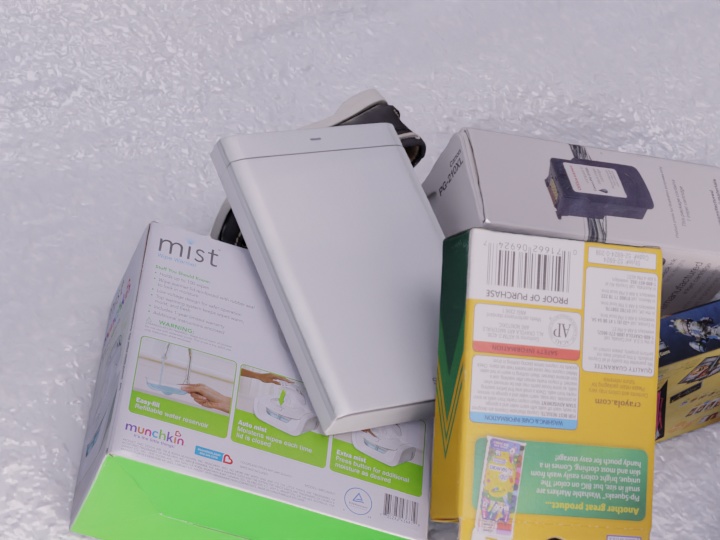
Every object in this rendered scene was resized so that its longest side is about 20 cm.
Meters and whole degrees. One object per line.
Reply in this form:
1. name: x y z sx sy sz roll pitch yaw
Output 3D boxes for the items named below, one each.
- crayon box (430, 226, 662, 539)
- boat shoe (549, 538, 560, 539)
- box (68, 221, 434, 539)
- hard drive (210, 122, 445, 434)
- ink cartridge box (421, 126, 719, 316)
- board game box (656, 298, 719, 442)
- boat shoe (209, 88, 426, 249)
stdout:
1. crayon box: 0.109 0.083 1.220 0.124 0.052 0.202 6 82 -18
2. boat shoe: 0.179 0.228 1.281 0.199 0.073 0.072 31 -2 35
3. box: -0.060 0.087 1.259 0.198 0.097 0.178 17 49 -15
4. hard drive: 0.000 0.000 1.274 0.131 0.027 0.201 -7 61 -33
5. ink cartridge box: 0.135 -0.011 1.400 0.198 0.145 0.085 7 52 -21
6. board game box: 0.196 0.075 1.373 0.199 0.136 0.035 -14 62 -35
7. boat shoe: -0.026 -0.059 1.409 0.060 0.074 0.200 39 39 12
